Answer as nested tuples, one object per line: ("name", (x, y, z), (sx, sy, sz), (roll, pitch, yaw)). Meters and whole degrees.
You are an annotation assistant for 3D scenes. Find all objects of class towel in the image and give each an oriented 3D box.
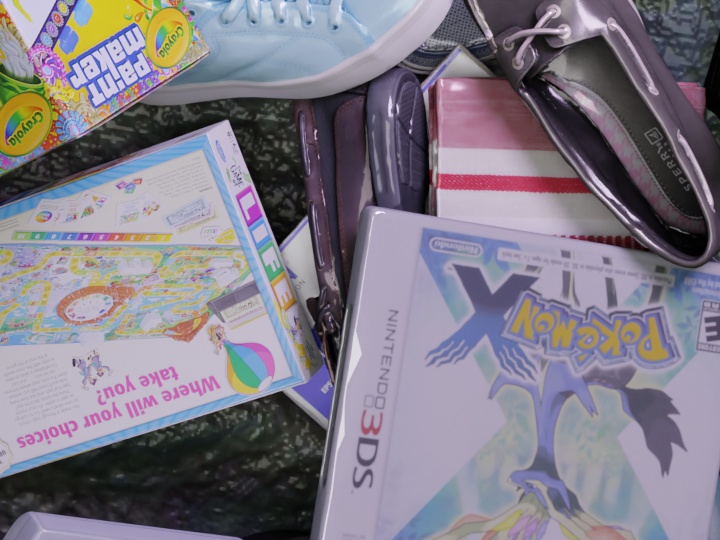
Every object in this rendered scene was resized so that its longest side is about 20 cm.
("towel", (0.102, 0.004, 1.317), (0.144, 0.023, 0.200), (1, 89, -14))

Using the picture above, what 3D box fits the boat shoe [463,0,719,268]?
("boat shoe", (0.114, -0.085, 1.269), (0.067, 0.057, 0.200), (-35, 102, 28))

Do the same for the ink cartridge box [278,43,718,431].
("ink cartridge box", (0.060, 0.018, 1.365), (0.200, 0.043, 0.198), (41, 98, -8))

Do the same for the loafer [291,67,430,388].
("loafer", (0.000, 0.000, 1.315), (0.063, 0.072, 0.200), (1, 95, 20))

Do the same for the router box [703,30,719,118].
("router box", (0.222, -0.162, 1.282), (0.051, 0.149, 0.200), (15, 100, -2))

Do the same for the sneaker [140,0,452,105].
("sneaker", (-0.055, -0.128, 1.284), (0.200, 0.082, 0.074), (-12, 62, 25))

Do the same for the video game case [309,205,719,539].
("video game case", (0.083, 0.073, 1.286), (0.200, 0.022, 0.183), (9, 90, -17))

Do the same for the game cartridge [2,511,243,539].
("game cartridge", (-0.141, 0.218, 1.311), (0.133, 0.041, 0.200), (9, 104, -27))

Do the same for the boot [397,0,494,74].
("boot", (0.096, -0.159, 1.311), (0.200, 0.090, 0.073), (-32, 98, 5))

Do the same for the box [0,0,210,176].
("box", (-0.216, -0.131, 1.260), (0.200, 0.122, 0.193), (-22, 100, 35))

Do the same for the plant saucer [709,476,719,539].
("plant saucer", (0.100, 0.155, 1.366), (0.200, 0.027, 0.200), (-5, 113, -12))

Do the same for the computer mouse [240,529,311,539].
("computer mouse", (-0.091, 0.185, 1.368), (0.200, 0.053, 0.139), (-17, 112, -14))

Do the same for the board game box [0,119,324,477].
("board game box", (-0.135, 0.019, 1.344), (0.200, 0.034, 0.135), (-18, 99, 20))
